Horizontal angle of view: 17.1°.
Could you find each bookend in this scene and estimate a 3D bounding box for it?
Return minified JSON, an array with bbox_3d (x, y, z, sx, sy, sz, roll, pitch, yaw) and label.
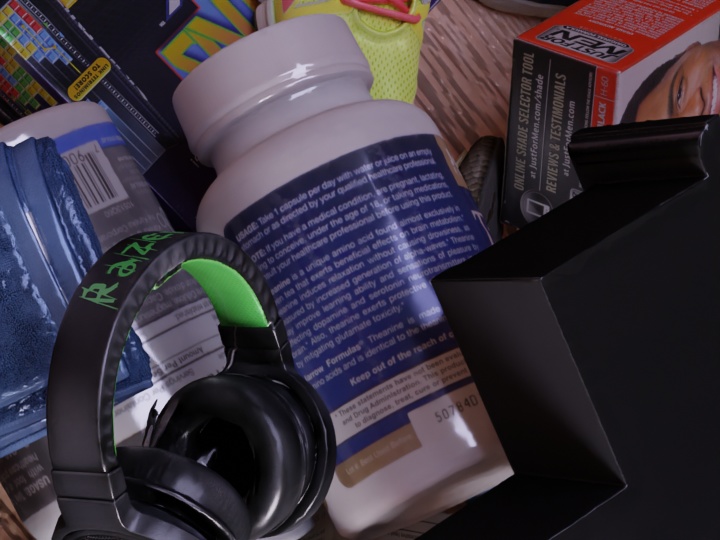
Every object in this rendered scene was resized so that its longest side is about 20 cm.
[{"bbox_3d":[0.071,0.077,0.877,0.200,0.092,0.199,-31,104,-26],"label":"bookend"}]

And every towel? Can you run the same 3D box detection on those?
[{"bbox_3d":[-0.187,0.034,0.908,0.200,0.049,0.112,-25,86,4],"label":"towel"}]

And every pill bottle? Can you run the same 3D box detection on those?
[{"bbox_3d":[0.000,0.000,0.990,0.111,0.111,0.200,-17,75,-35],"label":"pill bottle"},{"bbox_3d":[-0.108,0.042,0.983,0.114,0.114,0.200,-28,87,-36],"label":"pill bottle"}]

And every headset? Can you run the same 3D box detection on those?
[{"bbox_3d":[-0.071,0.083,0.877,0.123,0.094,0.200,-41,125,-52],"label":"headset"}]

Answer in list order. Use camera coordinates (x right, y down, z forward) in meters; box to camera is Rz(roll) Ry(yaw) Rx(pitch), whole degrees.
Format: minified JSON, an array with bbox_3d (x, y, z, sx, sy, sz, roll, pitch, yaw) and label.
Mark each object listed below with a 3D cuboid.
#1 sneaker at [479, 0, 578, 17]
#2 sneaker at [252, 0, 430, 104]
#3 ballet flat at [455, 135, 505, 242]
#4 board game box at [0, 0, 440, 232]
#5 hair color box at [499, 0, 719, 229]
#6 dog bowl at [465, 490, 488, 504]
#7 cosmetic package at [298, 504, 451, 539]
[{"bbox_3d":[0.152,-0.167,1.241,0.200,0.084,0.075,-4,73,-32],"label":"sneaker"},{"bbox_3d":[0.007,-0.153,1.078,0.078,0.090,0.200,12,67,-30],"label":"sneaker"},{"bbox_3d":[0.030,0.019,1.116,0.046,0.067,0.200,8,60,17],"label":"ballet flat"},{"bbox_3d":[-0.079,-0.118,1.100,0.165,0.057,0.200,44,55,-8],"label":"board game box"},{"bbox_3d":[0.148,-0.094,1.166,0.061,0.102,0.200,23,37,30],"label":"hair color box"},{"bbox_3d":[0.105,0.058,1.114,0.200,0.050,0.112,-24,97,-52],"label":"dog bowl"},{"bbox_3d":[0.013,0.205,1.016,0.103,0.073,0.200,14,65,-26],"label":"cosmetic package"}]
